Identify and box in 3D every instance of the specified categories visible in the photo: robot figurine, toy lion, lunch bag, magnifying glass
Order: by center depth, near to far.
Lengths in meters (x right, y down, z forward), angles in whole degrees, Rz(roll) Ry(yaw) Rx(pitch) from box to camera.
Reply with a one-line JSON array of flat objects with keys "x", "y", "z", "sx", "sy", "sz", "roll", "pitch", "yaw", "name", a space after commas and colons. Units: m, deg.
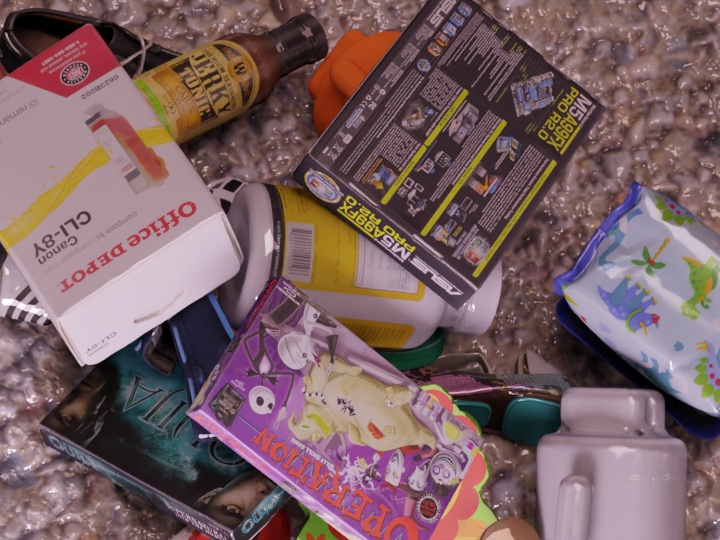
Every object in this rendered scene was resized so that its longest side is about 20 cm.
[{"x": 0.021, "y": 0.187, "z": 1.678, "sx": 0.200, "sy": 0.069, "sz": 0.192, "roll": -41, "pitch": 85, "yaw": -17, "name": "toy lion"}, {"x": 0.186, "y": 0.188, "z": 1.692, "sx": 0.112, "sy": 0.169, "sz": 0.202, "roll": 0, "pitch": 88, "yaw": 33, "name": "robot figurine"}, {"x": 0.244, "y": 0.034, "z": 1.756, "sx": 0.170, "sy": 0.200, "sz": 0.128, "roll": 40, "pitch": 92, "yaw": 9, "name": "lunch bag"}, {"x": -0.034, "y": 0.048, "z": 1.765, "sx": 0.198, "sy": 0.023, "sz": 0.080, "roll": 1, "pitch": 29, "yaw": -3, "name": "magnifying glass"}, {"x": 0.041, "y": -0.112, "z": 1.798, "sx": 0.116, "sy": 0.145, "sz": 0.200, "roll": -25, "pitch": 44, "yaw": -21, "name": "robot figurine"}]

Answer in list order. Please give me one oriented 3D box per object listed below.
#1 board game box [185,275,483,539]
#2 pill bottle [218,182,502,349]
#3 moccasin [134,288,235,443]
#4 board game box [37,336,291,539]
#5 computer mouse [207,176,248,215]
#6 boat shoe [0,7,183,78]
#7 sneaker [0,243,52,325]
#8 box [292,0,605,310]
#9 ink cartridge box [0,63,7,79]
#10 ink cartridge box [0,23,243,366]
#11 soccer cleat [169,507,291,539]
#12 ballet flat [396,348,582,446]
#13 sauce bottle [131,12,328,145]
[{"x": -0.015, "y": 0.111, "z": 1.617, "sx": 0.200, "sy": 0.032, "sz": 0.120, "roll": 39, "pitch": 69, "yaw": -17, "name": "board game box"}, {"x": 0.000, "y": 0.000, "z": 1.709, "sx": 0.198, "sy": 0.112, "sz": 0.113, "roll": 7, "pitch": 63, "yaw": -18, "name": "pill bottle"}, {"x": -0.133, "y": 0.044, "z": 1.669, "sx": 0.068, "sy": 0.081, "sz": 0.200, "roll": -28, "pitch": 44, "yaw": -7, "name": "moccasin"}, {"x": -0.122, "y": 0.115, "z": 1.672, "sx": 0.199, "sy": 0.028, "sz": 0.135, "roll": 24, "pitch": 55, "yaw": 33, "name": "board game box"}, {"x": -0.099, "y": -0.036, "z": 1.786, "sx": 0.199, "sy": 0.044, "sz": 0.110, "roll": 21, "pitch": 32, "yaw": -5, "name": "computer mouse"}, {"x": -0.193, "y": -0.161, "z": 1.821, "sx": 0.199, "sy": 0.068, "sz": 0.072, "roll": 15, "pitch": 61, "yaw": -9, "name": "boat shoe"}, {"x": -0.232, "y": -0.047, "z": 1.764, "sx": 0.115, "sy": 0.076, "sz": 0.202, "roll": 23, "pitch": 69, "yaw": -11, "name": "sneaker"}, {"x": 0.067, "y": -0.095, "z": 1.685, "sx": 0.160, "sy": 0.044, "sz": 0.200, "roll": 38, "pitch": 61, "yaw": -3, "name": "box"}, {"x": -0.362, "y": -0.085, "z": 1.722, "sx": 0.116, "sy": 0.068, "sz": 0.201, "roll": 15, "pitch": 59, "yaw": 28, "name": "ink cartridge box"}, {"x": -0.196, "y": -0.056, "z": 1.647, "sx": 0.145, "sy": 0.084, "sz": 0.200, "roll": -33, "pitch": 64, "yaw": -8, "name": "ink cartridge box"}, {"x": -0.129, "y": 0.221, "z": 1.653, "sx": 0.200, "sy": 0.085, "sz": 0.069, "roll": -34, "pitch": 97, "yaw": -45, "name": "soccer cleat"}, {"x": 0.105, "y": 0.095, "z": 1.768, "sx": 0.198, "sy": 0.069, "sz": 0.072, "roll": 4, "pitch": 50, "yaw": -8, "name": "ballet flat"}, {"x": -0.115, "y": -0.148, "z": 1.791, "sx": 0.199, "sy": 0.065, "sz": 0.065, "roll": -31, "pitch": 74, "yaw": -27, "name": "sauce bottle"}]
